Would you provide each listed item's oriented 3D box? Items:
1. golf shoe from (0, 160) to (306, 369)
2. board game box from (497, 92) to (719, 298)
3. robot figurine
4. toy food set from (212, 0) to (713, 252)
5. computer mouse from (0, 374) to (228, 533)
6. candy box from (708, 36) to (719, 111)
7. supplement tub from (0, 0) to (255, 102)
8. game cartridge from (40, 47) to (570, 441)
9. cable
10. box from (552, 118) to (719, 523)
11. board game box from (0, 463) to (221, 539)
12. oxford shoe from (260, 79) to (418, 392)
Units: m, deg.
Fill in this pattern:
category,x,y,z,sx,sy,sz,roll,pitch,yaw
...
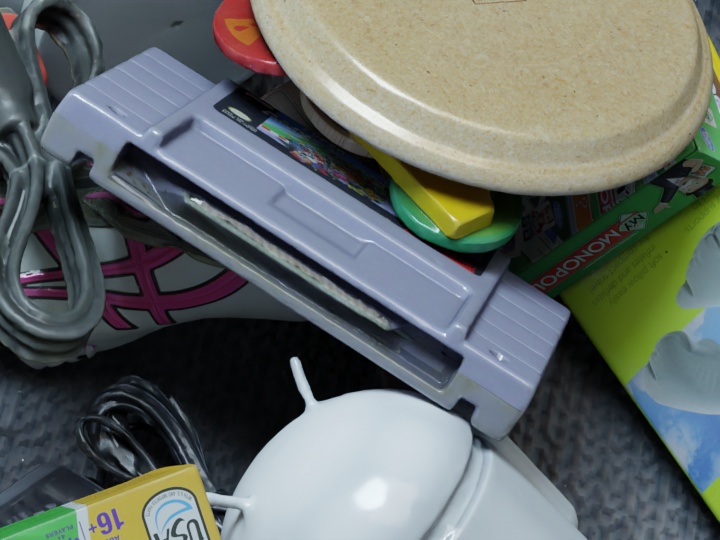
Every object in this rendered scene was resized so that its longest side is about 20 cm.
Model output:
category,x,y,z,sx,sy,sz,roll,pitch,yaw
golf shoe,-0.104,-0.003,1.131,0.199,0.092,0.073,11,28,-4
board game box,0.080,-0.091,1.218,0.029,0.134,0.201,24,42,-41
robot figurine,0.028,0.123,1.028,0.200,0.113,0.170,44,40,-15
toy food set,0.043,-0.098,1.117,0.197,0.049,0.200,-22,59,-35
computer mouse,-0.117,0.131,1.049,0.200,0.053,0.139,-25,67,-41
candy box,0.105,-0.121,1.313,0.102,0.026,0.201,-9,56,-19
supplement tub,-0.112,-0.181,1.220,0.144,0.145,0.201,-10,58,-23
game cartridge,-0.015,-0.016,1.060,0.200,0.038,0.130,32,20,2
cable,-0.131,-0.041,1.076,0.097,0.050,0.201,5,51,-39
box,0.180,0.044,1.151,0.048,0.122,0.200,7,43,-56
board game box,-0.095,0.185,0.954,0.153,0.040,0.201,-20,92,-27
oxford shoe,0.000,0.000,1.178,0.073,0.071,0.201,-14,53,1
